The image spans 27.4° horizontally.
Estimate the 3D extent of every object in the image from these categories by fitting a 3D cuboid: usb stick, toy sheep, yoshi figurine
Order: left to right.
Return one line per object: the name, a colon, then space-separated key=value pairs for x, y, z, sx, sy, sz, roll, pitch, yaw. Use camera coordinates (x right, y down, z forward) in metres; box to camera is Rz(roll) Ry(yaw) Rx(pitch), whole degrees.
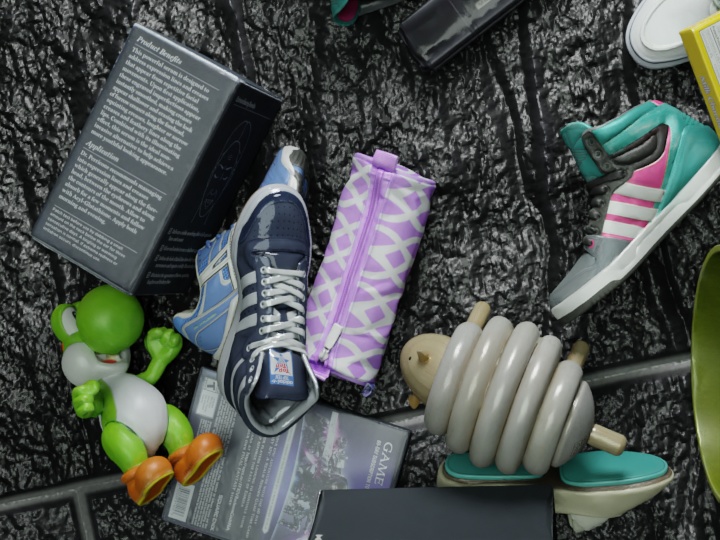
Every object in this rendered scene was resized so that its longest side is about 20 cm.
yoshi figurine: x=-0.203 y=0.094 z=1.295 sx=0.112 sy=0.112 sz=0.201 roll=-37 pitch=71 yaw=0
usb stick: x=0.120 y=-0.248 z=1.273 sx=0.199 sy=0.033 sz=0.056 roll=-37 pitch=76 yaw=9
toy sheep: x=0.125 y=0.102 z=1.212 sx=0.198 sy=0.138 sz=0.139 roll=18 pitch=93 yaw=13

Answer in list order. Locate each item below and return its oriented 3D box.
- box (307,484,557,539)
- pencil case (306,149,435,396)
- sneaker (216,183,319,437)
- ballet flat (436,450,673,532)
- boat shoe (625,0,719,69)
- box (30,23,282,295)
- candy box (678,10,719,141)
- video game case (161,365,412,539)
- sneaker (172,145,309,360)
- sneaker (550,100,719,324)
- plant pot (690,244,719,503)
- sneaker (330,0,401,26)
box: x=0.065 y=0.256 z=1.224 sx=0.198 sy=0.079 sz=0.142 roll=-2 pitch=122 yaw=10
pencil case: x=0.000 y=0.000 z=1.267 sx=0.083 sy=0.085 sz=0.202 roll=17 pitch=92 yaw=24
sneaker: x=-0.068 y=0.038 z=1.210 sx=0.069 sy=0.109 sz=0.202 roll=4 pitch=109 yaw=-20
ballet flat: x=0.164 y=0.188 z=1.249 sx=0.198 sy=0.069 sz=0.070 roll=1 pitch=89 yaw=13
boat shoe: x=0.304 y=-0.241 z=1.217 sx=0.199 sy=0.067 sz=0.074 roll=-36 pitch=82 yaw=9
box: x=-0.171 y=-0.090 z=1.271 sx=0.106 sy=0.148 sz=0.201 roll=29 pitch=94 yaw=10
candy box: x=0.332 y=-0.119 z=1.183 sx=0.102 sy=0.026 sz=0.202 roll=-28 pitch=102 yaw=-20
video game case: x=-0.067 y=0.182 z=1.312 sx=0.198 sy=0.019 sz=0.144 roll=16 pitch=93 yaw=10
sneaker: x=-0.101 y=-0.017 z=1.292 sx=0.076 sy=0.076 sz=0.202 roll=22 pitch=92 yaw=6
sneaker: x=0.200 y=-0.063 z=1.218 sx=0.121 sy=0.084 sz=0.200 roll=44 pitch=90 yaw=4
plant pot: x=0.374 y=0.080 z=1.150 sx=0.191 sy=0.200 sz=0.203 roll=-1 pitch=89 yaw=-1
sneaker: x=-0.026 y=-0.276 z=1.281 sx=0.198 sy=0.084 sz=0.122 roll=7 pitch=81 yaw=10
